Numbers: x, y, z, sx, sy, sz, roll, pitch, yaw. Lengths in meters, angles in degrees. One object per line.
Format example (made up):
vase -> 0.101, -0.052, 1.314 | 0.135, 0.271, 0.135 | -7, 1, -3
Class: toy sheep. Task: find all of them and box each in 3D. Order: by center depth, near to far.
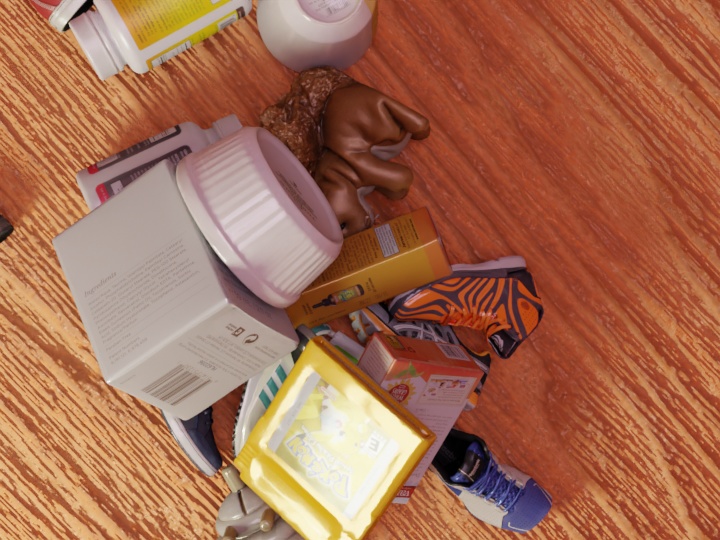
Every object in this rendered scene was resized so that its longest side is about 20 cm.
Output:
toy sheep -> -0.109, 0.316, 1.714 | 0.138, 0.138, 0.201 | -23, 101, -6

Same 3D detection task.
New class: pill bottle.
pill bottle -> -0.235, -0.304, 1.713 | 0.200, 0.109, 0.109 | -30, 93, -6
pill bottle -> -0.221, -0.106, 1.714 | 0.199, 0.111, 0.111 | -25, 93, -6

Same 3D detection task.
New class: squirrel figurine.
squirrel figurine -> -0.033, -0.133, 1.732 | 0.200, 0.142, 0.187 | 29, 94, -5

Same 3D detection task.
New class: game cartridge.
game cartridge -> -0.034, 0.202, 1.618 | 0.176, 0.032, 0.200 | 40, 114, 17

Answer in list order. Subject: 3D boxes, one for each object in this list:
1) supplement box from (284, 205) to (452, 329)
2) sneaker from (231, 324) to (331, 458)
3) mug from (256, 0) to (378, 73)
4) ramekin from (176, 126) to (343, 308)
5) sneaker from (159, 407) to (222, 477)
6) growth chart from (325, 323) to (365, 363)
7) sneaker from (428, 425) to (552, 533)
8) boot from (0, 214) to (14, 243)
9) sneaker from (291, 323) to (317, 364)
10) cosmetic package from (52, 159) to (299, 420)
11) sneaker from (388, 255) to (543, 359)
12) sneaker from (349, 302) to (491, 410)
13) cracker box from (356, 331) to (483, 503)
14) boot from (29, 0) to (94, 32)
supplement box -> 0.000, 0.000, 1.688 | 0.199, 0.069, 0.067 | -22, 136, 1
sneaker -> -0.092, 0.144, 1.737 | 0.093, 0.070, 0.201 | 15, 91, -2
mug -> -0.039, -0.331, 1.715 | 0.149, 0.153, 0.187 | 16, 88, -6
ramekin -> -0.102, -0.066, 1.591 | 0.094, 0.202, 0.203 | -35, 94, 12
sneaker -> -0.172, 0.129, 1.735 | 0.146, 0.077, 0.203 | -26, 92, -4
growth chart -> -0.036, 0.179, 1.780 | 0.144, 0.018, 0.201 | 26, 87, -3
sneaker -> 0.140, 0.248, 1.753 | 0.199, 0.115, 0.081 | 37, 87, -5
boot -> -0.520, -0.068, 1.706 | 0.200, 0.069, 0.174 | -37, 91, -13
sneaker -> -0.065, 0.160, 1.683 | 0.106, 0.075, 0.200 | -31, 128, -16
cosmetic package -> -0.203, 0.024, 1.611 | 0.166, 0.167, 0.200 | -34, 61, 12
sneaker -> 0.136, 0.052, 1.736 | 0.199, 0.078, 0.112 | -14, 68, -26
sneaker -> 0.071, 0.085, 1.772 | 0.200, 0.078, 0.077 | 37, 72, -9
cracker box -> 0.034, 0.171, 1.675 | 0.134, 0.058, 0.200 | 11, 117, -38
boot -> -0.335, -0.400, 1.724 | 0.144, 0.072, 0.200 | 45, 89, -3
